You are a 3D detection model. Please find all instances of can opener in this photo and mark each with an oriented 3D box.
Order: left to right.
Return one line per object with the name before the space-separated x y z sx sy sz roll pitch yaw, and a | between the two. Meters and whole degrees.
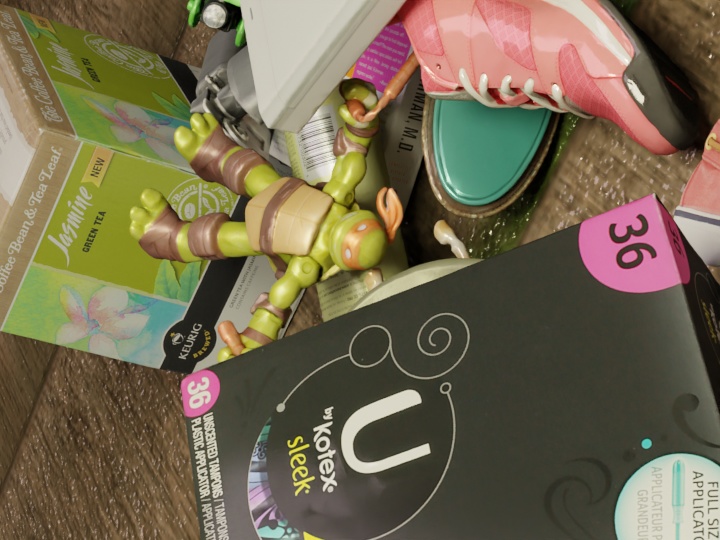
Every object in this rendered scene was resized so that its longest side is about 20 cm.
can opener | -0.062 -0.115 1.126 0.067 0.053 0.200 -40 17 14

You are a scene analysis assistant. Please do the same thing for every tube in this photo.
tube | 0.000 0.000 0.990 0.058 0.052 0.200 70 -172 -79

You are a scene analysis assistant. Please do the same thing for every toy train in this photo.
toy train | -0.056 -0.173 1.109 0.200 0.042 0.056 -49 -19 -74

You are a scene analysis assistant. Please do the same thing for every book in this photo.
book | 0.014 -0.142 1.062 0.134 0.048 0.200 36 110 59

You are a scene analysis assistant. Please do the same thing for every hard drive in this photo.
hard drive | 0.001 -0.175 0.871 0.200 0.026 0.132 -48 43 44

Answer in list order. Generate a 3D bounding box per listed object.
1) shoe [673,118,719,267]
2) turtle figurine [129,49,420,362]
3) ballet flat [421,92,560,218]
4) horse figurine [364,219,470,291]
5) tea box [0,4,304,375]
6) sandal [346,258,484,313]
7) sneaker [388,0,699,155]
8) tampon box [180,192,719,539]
shoe | 0.187 -0.033 0.675 0.200 0.071 0.091 20 97 64
turtle figurine | -0.035 -0.034 0.946 0.161 0.064 0.200 19 86 42
ballet flat | 0.071 -0.118 0.946 0.065 0.070 0.200 109 173 -79
horse figurine | 0.026 0.073 0.913 0.200 0.050 0.133 -50 60 23
tea box | -0.152 -0.048 1.150 0.134 0.197 0.200 -64 31 19
sandal | 0.065 0.030 0.820 0.201 0.057 0.080 -1 80 40
sneaker | 0.074 -0.100 0.856 0.087 0.074 0.200 -49 54 9
tampon box | 0.056 0.092 0.697 0.200 0.126 0.150 -23 57 18
